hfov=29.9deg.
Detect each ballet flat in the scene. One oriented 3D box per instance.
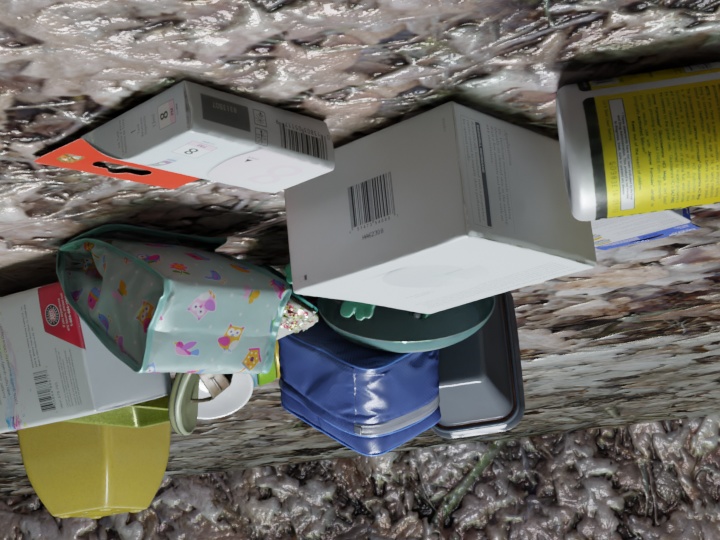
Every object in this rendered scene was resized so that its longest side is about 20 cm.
[{"bbox_3d":[-0.092,0.042,1.466,0.075,0.064,0.200,33,-179,-15],"label":"ballet flat"}]

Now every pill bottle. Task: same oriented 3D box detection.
[{"bbox_3d":[0.263,-0.107,1.084,0.199,0.113,0.112,-8,166,6],"label":"pill bottle"}]

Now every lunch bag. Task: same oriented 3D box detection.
[{"bbox_3d":[-0.008,0.120,1.542,0.136,0.133,0.200,-21,-149,-35],"label":"lunch bag"},{"bbox_3d":[-0.197,0.022,1.374,0.170,0.122,0.200,6,-164,-43],"label":"lunch bag"}]

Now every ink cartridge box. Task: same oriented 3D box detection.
[{"bbox_3d":[-0.147,-0.089,1.121,0.200,0.057,0.162,-24,158,37],"label":"ink cartridge box"},{"bbox_3d":[-0.340,0.093,1.501,0.199,0.146,0.145,-13,179,27],"label":"ink cartridge box"},{"bbox_3d":[0.262,-0.064,1.399,0.119,0.042,0.200,-16,160,32],"label":"ink cartridge box"}]

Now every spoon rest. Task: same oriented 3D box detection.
[{"bbox_3d":[-0.186,0.104,1.601,0.099,0.061,0.201,-15,127,-4],"label":"spoon rest"}]

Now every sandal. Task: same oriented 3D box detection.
[{"bbox_3d":[-0.168,0.104,1.511,0.057,0.202,0.080,23,-157,3],"label":"sandal"}]

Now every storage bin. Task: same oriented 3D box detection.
[{"bbox_3d":[0.113,0.088,1.655,0.145,0.201,0.134,-10,154,14],"label":"storage bin"}]

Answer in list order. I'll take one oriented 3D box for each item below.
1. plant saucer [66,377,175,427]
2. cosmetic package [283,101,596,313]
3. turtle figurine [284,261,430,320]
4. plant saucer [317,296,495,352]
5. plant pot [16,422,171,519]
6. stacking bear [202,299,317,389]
[{"bbox_3d":[-0.330,0.166,1.760,0.199,0.048,0.199,10,163,-34],"label":"plant saucer"},{"bbox_3d":[0.071,-0.048,1.215,0.199,0.124,0.200,-18,160,38],"label":"cosmetic package"},{"bbox_3d":[0.000,0.000,1.421,0.149,0.101,0.200,9,-171,16],"label":"turtle figurine"},{"bbox_3d":[0.051,0.044,1.514,0.199,0.028,0.200,-2,-154,1],"label":"plant saucer"},{"bbox_3d":[-0.430,0.299,2.202,0.193,0.201,0.195,-13,165,25],"label":"plant pot"},{"bbox_3d":[-0.115,0.090,1.724,0.199,0.122,0.114,-13,174,-10],"label":"stacking bear"}]
